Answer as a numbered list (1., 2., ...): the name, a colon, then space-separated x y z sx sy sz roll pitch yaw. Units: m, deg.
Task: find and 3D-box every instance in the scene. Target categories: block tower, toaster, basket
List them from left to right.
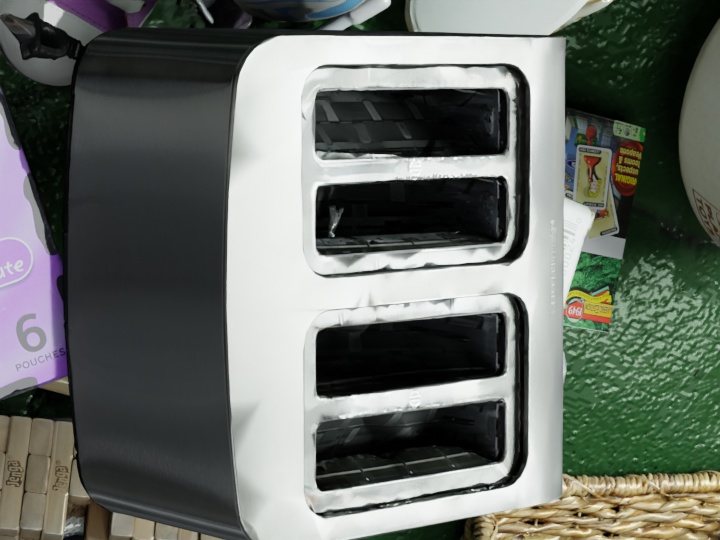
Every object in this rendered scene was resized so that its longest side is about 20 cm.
1. block tower: -0.125 0.102 0.924 0.199 0.054 0.058 7 160 -10
2. toaster: -0.017 -0.002 0.732 0.199 0.118 0.182 -4 96 -38
3. basket: 0.152 0.210 1.108 0.199 0.143 0.150 3 123 -20

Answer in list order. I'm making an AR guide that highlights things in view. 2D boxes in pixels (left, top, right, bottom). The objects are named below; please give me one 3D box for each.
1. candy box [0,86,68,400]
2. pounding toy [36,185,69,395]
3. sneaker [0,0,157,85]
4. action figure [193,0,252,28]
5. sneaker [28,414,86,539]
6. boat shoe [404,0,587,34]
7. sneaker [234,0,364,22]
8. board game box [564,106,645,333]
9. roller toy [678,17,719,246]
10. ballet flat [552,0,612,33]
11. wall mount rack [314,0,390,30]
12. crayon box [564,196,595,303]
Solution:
1. candy box: -0.208 -0.035 0.731 0.167 0.072 0.201 -20 113 -8
2. pounding toy: -0.205 -0.004 0.844 0.183 0.142 0.201 -28 127 2
3. sneaker: -0.076 -0.143 0.735 0.072 0.114 0.201 23 110 -25
4. action figure: -0.087 -0.188 0.809 0.130 0.070 0.200 -33 124 11
5. sneaker: -0.089 0.119 0.991 0.199 0.086 0.077 -4 156 -10
6. boat shoe: 0.088 -0.170 0.853 0.071 0.064 0.200 40 88 -17
7. sneaker: 0.019 -0.167 0.798 0.200 0.072 0.072 -55 130 -34
8. board game box: 0.049 -0.035 0.932 0.199 0.023 0.106 10 93 -37
9. roller toy: 0.249 -0.064 0.956 0.199 0.140 0.183 4 114 -30
10. ballet flat: 0.116 -0.150 0.901 0.199 0.071 0.071 -26 127 0
11. wall mount rack: -0.030 -0.027 0.928 0.174 0.074 0.200 -50 124 -23
12. crayon box: 0.000 0.000 0.856 0.199 0.051 0.128 22 85 -38
